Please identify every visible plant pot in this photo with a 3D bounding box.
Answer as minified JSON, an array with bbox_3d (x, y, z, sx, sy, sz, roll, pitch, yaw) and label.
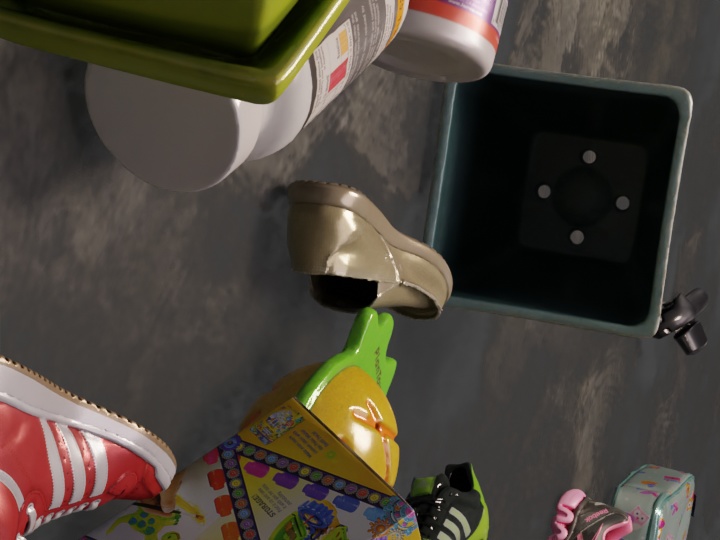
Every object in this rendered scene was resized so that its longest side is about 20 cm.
[{"bbox_3d":[-0.083,-0.199,0.784,0.182,0.198,0.200,85,26,-45],"label":"plant pot"},{"bbox_3d":[0.173,-0.062,1.435,0.200,0.195,0.197,-12,111,-75],"label":"plant pot"}]

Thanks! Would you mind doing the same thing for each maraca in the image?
[{"bbox_3d":[-0.022,0.113,1.144,0.138,0.107,0.200,89,26,-45],"label":"maraca"}]

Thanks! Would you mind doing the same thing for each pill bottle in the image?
[{"bbox_3d":[-0.060,-0.131,0.951,0.200,0.116,0.117,-50,143,-50],"label":"pill bottle"},{"bbox_3d":[0.058,-0.241,1.181,0.111,0.111,0.201,34,68,-65],"label":"pill bottle"}]

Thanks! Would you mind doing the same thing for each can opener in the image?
[{"bbox_3d":[0.399,0.057,2.152,0.079,0.063,0.200,69,18,-5],"label":"can opener"}]

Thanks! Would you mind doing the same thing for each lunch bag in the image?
[{"bbox_3d":[0.360,0.335,2.144,0.200,0.077,0.161,-13,111,-65],"label":"lunch bag"}]

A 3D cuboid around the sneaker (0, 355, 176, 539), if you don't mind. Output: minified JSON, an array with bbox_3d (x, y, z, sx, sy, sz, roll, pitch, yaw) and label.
[{"bbox_3d":[-0.168,0.116,0.860,0.200,0.071,0.113,38,61,-56],"label":"sneaker"}]

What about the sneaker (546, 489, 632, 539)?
[{"bbox_3d":[0.238,0.337,1.848,0.079,0.095,0.201,56,50,-60],"label":"sneaker"}]

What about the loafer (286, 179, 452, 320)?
[{"bbox_3d":[0.000,0.000,1.203,0.200,0.075,0.069,37,67,-54],"label":"loafer"}]

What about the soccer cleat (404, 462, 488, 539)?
[{"bbox_3d":[0.051,0.218,1.426,0.200,0.067,0.082,-26,106,-63],"label":"soccer cleat"}]

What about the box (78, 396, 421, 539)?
[{"bbox_3d":[-0.063,0.219,0.988,0.192,0.122,0.201,-33,136,-20],"label":"box"}]
